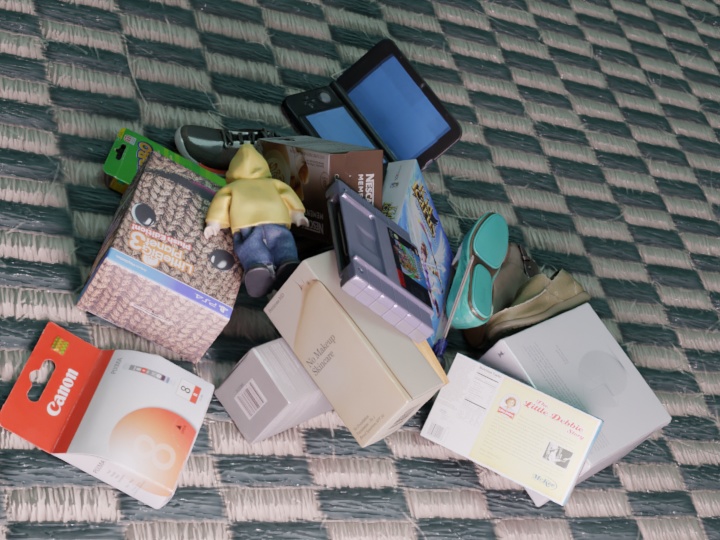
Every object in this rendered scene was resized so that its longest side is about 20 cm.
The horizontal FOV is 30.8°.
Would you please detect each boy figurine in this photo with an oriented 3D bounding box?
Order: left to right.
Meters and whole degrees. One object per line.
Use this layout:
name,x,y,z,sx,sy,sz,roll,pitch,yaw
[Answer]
boy figurine,-0.128,-0.065,1.560,0.124,0.064,0.200,-12,54,-11

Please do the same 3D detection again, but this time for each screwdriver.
screwdriver,0.115,0.075,1.712,0.028,0.029,0.200,18,81,14

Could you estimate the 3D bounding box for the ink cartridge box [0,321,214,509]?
ink cartridge box,-0.272,0.145,1.428,0.200,0.050,0.162,32,41,-14

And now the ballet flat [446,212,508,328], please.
ballet flat,0.151,0.000,1.791,0.067,0.070,0.200,42,42,-26

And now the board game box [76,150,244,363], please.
board game box,-0.225,-0.018,1.570,0.159,0.097,0.200,27,42,-15

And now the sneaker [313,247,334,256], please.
sneaker,0.000,0.000,1.731,0.200,0.086,0.080,-17,67,-44

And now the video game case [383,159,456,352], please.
video game case,0.072,-0.015,1.744,0.181,0.045,0.200,-75,149,-47

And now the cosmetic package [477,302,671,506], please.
cosmetic package,0.270,0.176,1.751,0.200,0.123,0.200,-17,67,-45

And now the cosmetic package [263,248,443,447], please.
cosmetic package,-0.009,0.085,1.477,0.073,0.104,0.200,-21,68,-47

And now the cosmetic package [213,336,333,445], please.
cosmetic package,-0.060,0.123,1.564,0.200,0.107,0.090,-21,69,-47

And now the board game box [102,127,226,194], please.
board game box,-0.235,-0.106,1.694,0.200,0.030,0.096,30,41,-16

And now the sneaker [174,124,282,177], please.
sneaker,-0.151,-0.171,1.771,0.200,0.082,0.077,13,48,-28

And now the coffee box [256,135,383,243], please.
coffee box,-0.055,-0.106,1.673,0.080,0.115,0.200,-6,14,-30

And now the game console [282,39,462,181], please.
game console,0.017,-0.223,1.917,0.171,0.118,0.200,-22,69,-46

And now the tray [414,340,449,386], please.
tray,0.034,0.059,1.627,0.037,0.099,0.200,-31,98,-13

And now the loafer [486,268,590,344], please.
loafer,0.235,0.049,1.804,0.200,0.076,0.067,-17,69,-46

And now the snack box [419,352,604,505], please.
snack box,0.188,0.196,1.631,0.200,0.116,0.037,25,-1,16

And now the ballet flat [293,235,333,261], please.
ballet flat,-0.043,-0.043,1.757,0.200,0.067,0.046,-19,75,-38

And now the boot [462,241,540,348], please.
boot,0.214,0.041,1.877,0.146,0.070,0.200,24,52,-33

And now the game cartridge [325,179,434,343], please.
game cartridge,0.023,-0.013,1.509,0.130,0.038,0.200,32,26,-26
